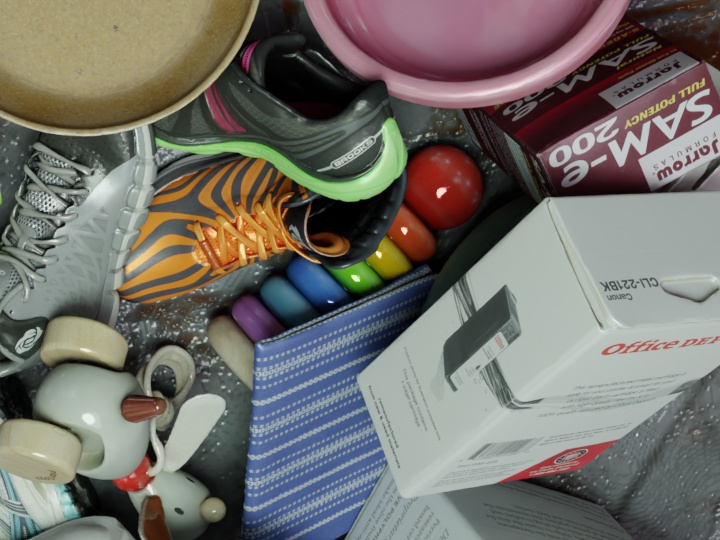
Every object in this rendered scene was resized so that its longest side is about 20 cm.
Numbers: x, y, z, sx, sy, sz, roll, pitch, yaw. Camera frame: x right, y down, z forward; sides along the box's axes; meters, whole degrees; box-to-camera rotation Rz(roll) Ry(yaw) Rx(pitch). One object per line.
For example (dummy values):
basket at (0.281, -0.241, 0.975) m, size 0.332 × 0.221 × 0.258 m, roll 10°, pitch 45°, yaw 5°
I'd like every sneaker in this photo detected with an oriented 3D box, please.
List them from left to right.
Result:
sneaker at (-0.239, 0.117, 1.096) m, size 0.086 × 0.078 × 0.200 m, roll -28°, pitch 114°, yaw 1°
sneaker at (-0.185, -0.021, 1.021) m, size 0.115 × 0.075 × 0.200 m, roll -25°, pitch 134°, yaw -50°
sneaker at (-0.062, -0.106, 1.021) m, size 0.200 × 0.077 × 0.084 m, roll 16°, pitch 131°, yaw 20°
sneaker at (-0.062, -0.030, 1.065) m, size 0.200 × 0.112 × 0.078 m, roll -32°, pitch 118°, yaw 0°

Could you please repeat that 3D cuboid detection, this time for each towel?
towel at (-0.017, 0.098, 1.115) m, size 0.145 × 0.024 × 0.200 m, roll -23°, pitch 136°, yaw -35°

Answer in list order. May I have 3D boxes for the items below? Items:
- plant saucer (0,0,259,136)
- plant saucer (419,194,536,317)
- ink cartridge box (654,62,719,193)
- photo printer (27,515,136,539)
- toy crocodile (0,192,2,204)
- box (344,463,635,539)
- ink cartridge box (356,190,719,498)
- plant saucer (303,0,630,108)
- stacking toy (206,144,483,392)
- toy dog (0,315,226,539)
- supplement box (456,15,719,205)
plant saucer at (-0.154, -0.172, 0.982) m, size 0.200 × 0.035 × 0.200 m, roll 0°, pitch 87°, yaw -6°
plant saucer at (0.098, 0.023, 1.131) m, size 0.200 × 0.036 × 0.200 m, roll -31°, pitch 140°, yaw -30°
ink cartridge box at (0.208, -0.046, 1.093) m, size 0.116 × 0.067 × 0.200 m, roll -46°, pitch 151°, yaw -5°
photo printer at (-0.204, 0.251, 1.083) m, size 0.200 × 0.069 × 0.166 m, roll -24°, pitch 119°, yaw -19°
toy crocodile at (-0.254, -0.089, 1.031) m, size 0.067 × 0.062 × 0.200 m, roll -13°, pitch 117°, yaw -10°
box at (0.089, 0.257, 1.158) m, size 0.199 × 0.171 × 0.200 m, roll 20°, pitch 104°, yaw -34°
ink cartridge box at (0.114, 0.041, 0.984) m, size 0.144 × 0.084 × 0.200 m, roll -4°, pitch 152°, yaw -37°
plant saucer at (0.065, -0.183, 1.030) m, size 0.200 × 0.201 × 0.051 m, roll -34°, pitch 158°, yaw -1°
stacking toy at (0.000, 0.000, 1.115) m, size 0.200 × 0.085 × 0.085 m, roll -44°, pitch 114°, yaw 0°
toy dog at (-0.124, 0.103, 1.044) m, size 0.200 × 0.096 × 0.132 m, roll 20°, pitch 75°, yaw -60°
supplement box at (0.127, -0.099, 1.043) m, size 0.109 × 0.200 × 0.061 m, roll -29°, pitch 115°, yaw -3°
